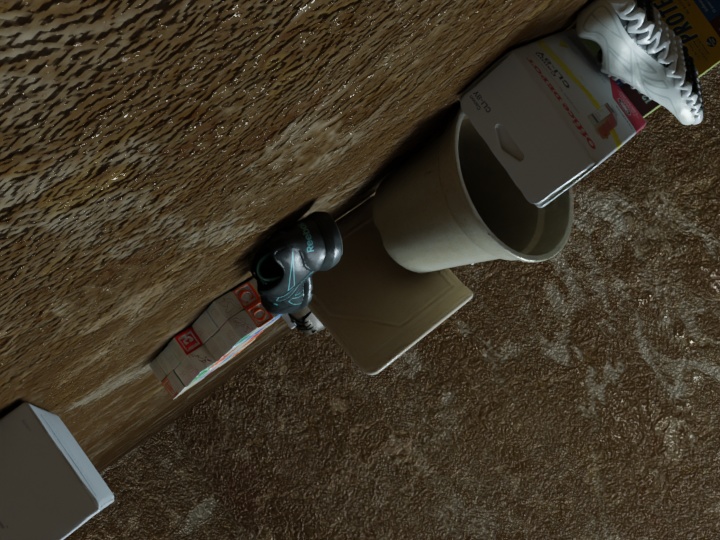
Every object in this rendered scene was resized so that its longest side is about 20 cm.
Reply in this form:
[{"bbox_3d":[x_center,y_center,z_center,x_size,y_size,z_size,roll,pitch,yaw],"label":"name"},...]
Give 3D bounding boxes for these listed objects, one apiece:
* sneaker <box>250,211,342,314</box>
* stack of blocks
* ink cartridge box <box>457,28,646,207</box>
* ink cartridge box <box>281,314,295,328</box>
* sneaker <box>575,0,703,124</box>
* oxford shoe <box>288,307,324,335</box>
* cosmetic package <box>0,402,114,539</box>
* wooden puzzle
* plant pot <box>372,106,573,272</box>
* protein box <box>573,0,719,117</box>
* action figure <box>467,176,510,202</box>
[{"bbox_3d":[-0.088,-0.002,0.906,0.079,0.076,0.200,-19,163,-28],"label":"sneaker"},{"bbox_3d":[-0.189,0.088,1.094,0.115,0.059,0.200,-34,177,-39],"label":"stack of blocks"},{"bbox_3d":[0.213,-0.170,0.900,0.083,0.146,0.200,-39,177,38],"label":"ink cartridge box"},{"bbox_3d":[-0.084,0.036,1.484,0.199,0.067,0.116,-36,178,-24],"label":"ink cartridge box"},{"bbox_3d":[0.315,-0.233,0.925,0.081,0.200,0.076,-26,-146,36],"label":"sneaker"},{"bbox_3d":[-0.085,0.064,1.338,0.072,0.085,0.199,11,-178,35],"label":"oxford shoe"},{"bbox_3d":[-0.356,0.237,0.791,0.199,0.123,0.200,-36,176,-18],"label":"cosmetic package"},{"bbox_3d":[0.016,0.016,1.065,0.184,0.200,0.037,-35,159,-25],"label":"wooden puzzle"},{"bbox_3d":[0.119,-0.085,0.991,0.183,0.202,0.200,-22,-171,48],"label":"plant pot"},{"bbox_3d":[0.354,-0.273,1.073,0.198,0.135,0.200,-36,178,-3],"label":"protein box"},{"bbox_3d":[0.152,-0.102,1.146,0.198,0.194,0.105,0,-138,35],"label":"action figure"}]
